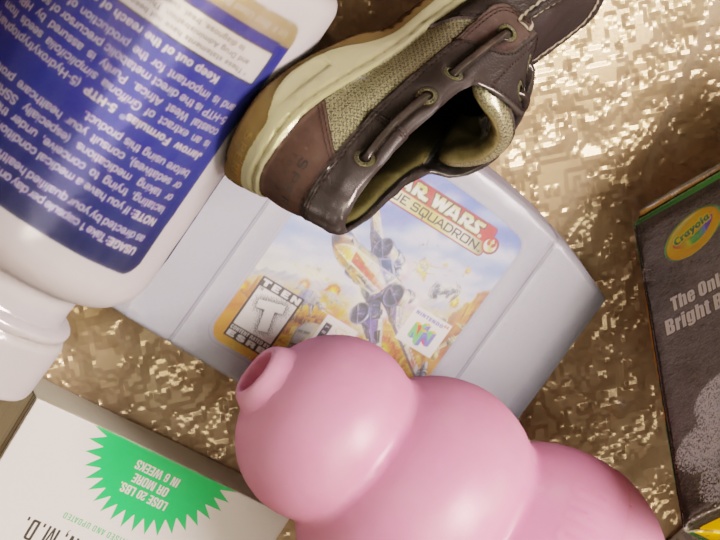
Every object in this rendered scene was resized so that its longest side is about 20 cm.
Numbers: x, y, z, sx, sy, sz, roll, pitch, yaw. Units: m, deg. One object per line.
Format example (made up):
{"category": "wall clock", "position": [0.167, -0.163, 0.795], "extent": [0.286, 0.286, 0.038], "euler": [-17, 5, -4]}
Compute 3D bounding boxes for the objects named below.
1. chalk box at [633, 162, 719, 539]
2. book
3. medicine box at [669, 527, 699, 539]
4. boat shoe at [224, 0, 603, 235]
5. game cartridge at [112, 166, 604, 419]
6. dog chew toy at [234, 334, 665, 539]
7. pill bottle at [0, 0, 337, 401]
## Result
{"category": "chalk box", "position": [0.201, 0.018, 1.173], "extent": [0.124, 0.200, 0.124], "euler": [-29, 138, 33]}
{"category": "book", "position": [-0.138, 0.155, 1.217], "extent": [0.133, 0.048, 0.200], "euler": [27, 100, -27]}
{"category": "medicine box", "position": [0.242, 0.165, 1.286], "extent": [0.200, 0.103, 0.182], "euler": [-44, 115, 4]}
{"category": "boat shoe", "position": [0.033, -0.067, 1.114], "extent": [0.200, 0.065, 0.073], "euler": [-33, 159, -35]}
{"category": "game cartridge", "position": [0.000, 0.000, 1.194], "extent": [0.200, 0.042, 0.133], "euler": [31, 105, -23]}
{"category": "dog chew toy", "position": [0.032, 0.101, 1.162], "extent": [0.200, 0.125, 0.125], "euler": [40, 97, -17]}
{"category": "pill bottle", "position": [-0.110, -0.055, 1.095], "extent": [0.120, 0.120, 0.200], "euler": [32, 100, -24]}
